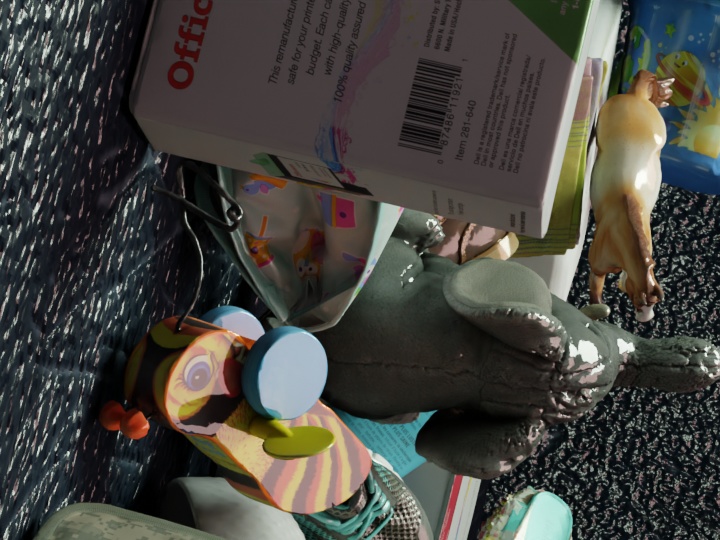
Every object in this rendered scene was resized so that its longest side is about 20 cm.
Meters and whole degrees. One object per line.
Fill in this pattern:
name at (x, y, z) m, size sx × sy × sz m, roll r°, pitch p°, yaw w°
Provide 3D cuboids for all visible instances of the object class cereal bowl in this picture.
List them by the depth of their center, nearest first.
cereal bowl at (-0.057, 0.209, 1.570) m, size 0.200 × 0.083 × 0.200 m, roll 177°, pitch -90°, yaw -78°

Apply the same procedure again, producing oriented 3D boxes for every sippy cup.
sippy cup at (0.230, -0.123, 1.952) m, size 0.178 × 0.140 × 0.130 m, roll 51°, pitch 55°, yaw -78°

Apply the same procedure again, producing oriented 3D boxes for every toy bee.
toy bee at (-0.079, 0.060, 1.459) m, size 0.109 × 0.200 × 0.131 m, roll -44°, pitch -165°, yaw -22°

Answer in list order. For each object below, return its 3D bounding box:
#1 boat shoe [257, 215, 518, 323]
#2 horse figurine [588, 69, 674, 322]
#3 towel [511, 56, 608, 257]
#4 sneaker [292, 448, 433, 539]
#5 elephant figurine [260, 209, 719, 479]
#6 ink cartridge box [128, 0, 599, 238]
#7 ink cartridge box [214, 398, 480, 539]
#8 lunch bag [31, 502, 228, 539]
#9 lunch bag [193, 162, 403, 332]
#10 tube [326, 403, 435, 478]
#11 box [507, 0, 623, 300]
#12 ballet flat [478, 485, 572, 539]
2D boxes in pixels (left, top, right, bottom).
boat shoe at (0.000, 0.000, 1.744) m, size 0.200 × 0.070 × 0.070 m, roll -34°, pitch 115°, yaw -20°
horse figurine at (0.168, -0.048, 1.831) m, size 0.133 × 0.050 × 0.200 m, roll 92°, pitch 5°, yaw -67°
towel at (0.049, -0.068, 1.783) m, size 0.023 × 0.200 × 0.144 m, roll -107°, pitch -162°, yaw -54°
sneaker at (-0.018, 0.125, 1.648) m, size 0.078 × 0.091 × 0.200 m, roll -49°, pitch 125°, yaw -3°
elephant figurine at (0.075, 0.045, 1.622) m, size 0.155 × 0.200 × 0.142 m, roll -57°, pitch 148°, yaw -23°
ink cartridge box at (0.006, -0.111, 1.378) m, size 0.084 × 0.200 × 0.145 m, roll 75°, pitch 28°, yaw -79°
ink cartridge box at (-0.006, 0.140, 1.851) m, size 0.200 × 0.145 × 0.145 m, roll 16°, pitch 87°, yaw -81°
lunch bag at (-0.078, 0.184, 1.369) m, size 0.200 × 0.164 × 0.118 m, roll 58°, pitch 51°, yaw -79°
lunch bag at (-0.014, -0.088, 1.555) m, size 0.170 × 0.122 × 0.200 m, roll -68°, pitch 161°, yaw -54°
tube at (-0.009, 0.110, 1.730) m, size 0.200 × 0.077 × 0.050 m, roll -38°, pitch -171°, yaw 0°
box at (0.071, -0.082, 1.937) m, size 0.200 × 0.171 × 0.199 m, roll -67°, pitch 166°, yaw -56°
ballet flat at (0.088, 0.227, 1.928) m, size 0.064 × 0.076 × 0.200 m, roll -33°, pitch -162°, yaw 43°
